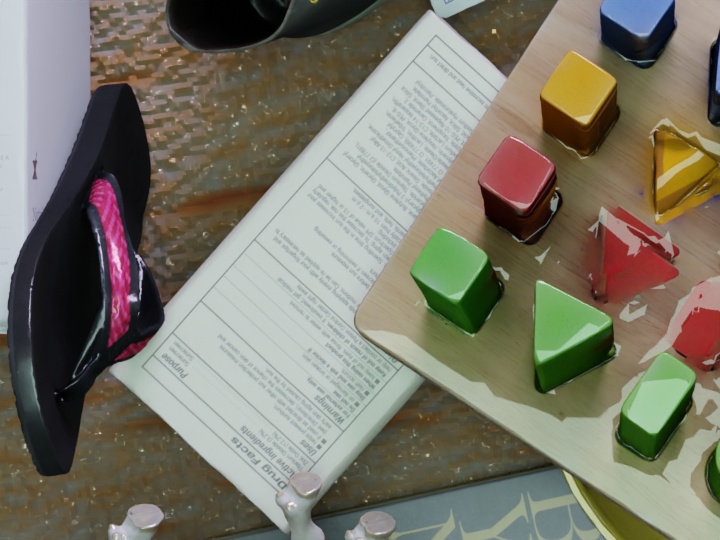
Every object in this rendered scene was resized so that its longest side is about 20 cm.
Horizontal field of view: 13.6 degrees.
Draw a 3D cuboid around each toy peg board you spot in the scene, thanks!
[{"bbox_3d":[0.128,-0.013,1.157,0.199,0.098,0.200,33,86,9],"label":"toy peg board"}]

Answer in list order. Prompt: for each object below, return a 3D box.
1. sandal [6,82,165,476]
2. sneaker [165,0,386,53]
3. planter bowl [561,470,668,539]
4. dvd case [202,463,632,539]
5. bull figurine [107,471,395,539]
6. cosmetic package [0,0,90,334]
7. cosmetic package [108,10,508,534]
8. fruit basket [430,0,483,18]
[{"bbox_3d":[-0.101,-0.003,1.213,0.045,0.201,0.075,0,133,13],"label":"sandal"},{"bbox_3d":[0.013,-0.151,1.201,0.075,0.106,0.200,50,120,4],"label":"sneaker"},{"bbox_3d":[0.176,0.042,1.240,0.199,0.083,0.202,0,85,0],"label":"planter bowl"},{"bbox_3d":[0.043,0.167,1.290,0.199,0.016,0.150,-12,90,2],"label":"dvd case"},{"bbox_3d":[-0.037,0.146,1.217,0.199,0.065,0.122,-15,127,-16],"label":"bull figurine"},{"bbox_3d":[-0.160,-0.078,1.243,0.081,0.113,0.201,2,93,8],"label":"cosmetic package"},{"bbox_3d":[0.000,0.000,1.260,0.103,0.073,0.200,43,92,0],"label":"cosmetic package"},{"bbox_3d":[0.084,-0.228,1.245,0.199,0.094,0.186,-23,90,5],"label":"fruit basket"}]
